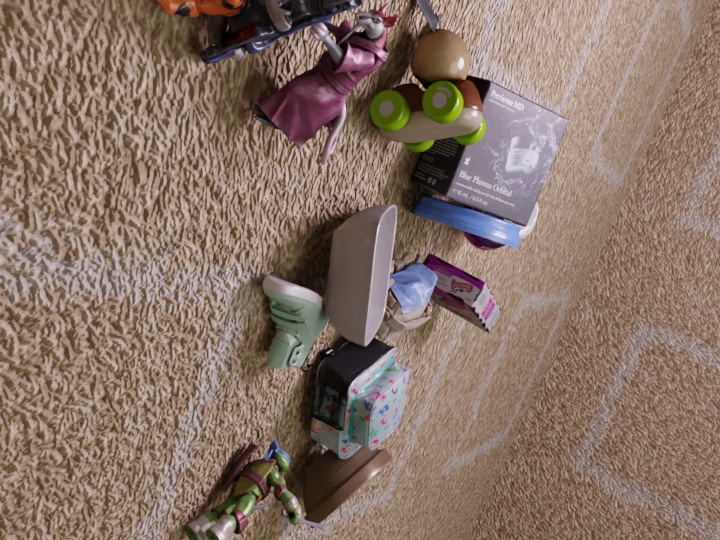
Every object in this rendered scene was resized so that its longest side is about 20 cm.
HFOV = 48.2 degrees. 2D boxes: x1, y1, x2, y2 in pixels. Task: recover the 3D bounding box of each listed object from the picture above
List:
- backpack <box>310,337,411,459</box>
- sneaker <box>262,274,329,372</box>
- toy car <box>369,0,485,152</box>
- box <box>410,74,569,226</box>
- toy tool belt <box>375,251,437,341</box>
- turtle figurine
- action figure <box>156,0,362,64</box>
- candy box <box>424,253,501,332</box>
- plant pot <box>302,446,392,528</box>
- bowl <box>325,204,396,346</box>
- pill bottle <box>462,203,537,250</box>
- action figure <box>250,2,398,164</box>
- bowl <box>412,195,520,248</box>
[{"bbox_3d":[-0.004,0.234,1.439,0.177,0.150,0.202,-33,147,-48],"label":"backpack"},{"bbox_3d":[-0.104,0.085,1.171,0.119,0.073,0.201,-65,158,-11],"label":"sneaker"},{"bbox_3d":[0.100,-0.296,1.189,0.164,0.156,0.203,13,74,-67],"label":"toy car"},{"bbox_3d":[0.221,-0.205,1.380,0.195,0.117,0.202,15,101,-33],"label":"box"},{"bbox_3d":[0.083,0.030,1.431,0.199,0.124,0.124,-35,152,-46],"label":"toy tool belt"},{"bbox_3d":[-0.165,0.393,1.277,0.193,0.143,0.202,-32,137,-41],"label":"turtle figurine"},{"bbox_3d":[-0.103,-0.273,0.768,0.193,0.198,0.106,-9,89,-65],"label":"action figure"},{"bbox_3d":[0.206,0.050,1.663,0.061,0.135,0.200,-58,154,-6],"label":"candy box"},{"bbox_3d":[-0.042,0.383,1.519,0.200,0.093,0.201,-38,170,-8],"label":"plant pot"},{"bbox_3d":[0.000,0.000,1.228,0.200,0.074,0.203,-45,141,-74],"label":"bowl"},{"bbox_3d":[0.277,-0.106,1.590,0.113,0.112,0.200,-58,-175,-11],"label":"pill bottle"},{"bbox_3d":[-0.025,-0.220,0.922,0.199,0.149,0.135,-34,-158,26],"label":"action figure"},{"bbox_3d":[0.191,-0.088,1.429,0.200,0.199,0.040,7,103,-63],"label":"bowl"}]
